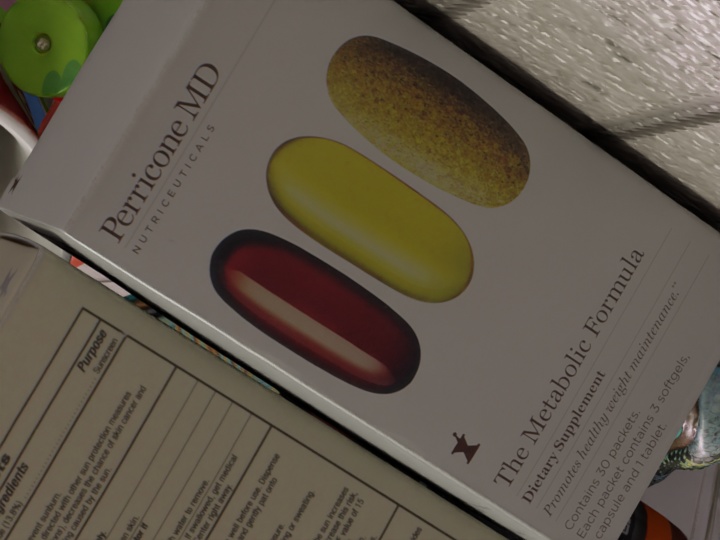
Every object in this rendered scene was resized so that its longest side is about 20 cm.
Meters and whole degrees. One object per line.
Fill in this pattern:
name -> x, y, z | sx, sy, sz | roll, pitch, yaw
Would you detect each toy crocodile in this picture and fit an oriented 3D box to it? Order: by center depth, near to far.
toy crocodile -> -0.067, -0.073, 0.813 | 0.199, 0.062, 0.067 | 34, -165, 21

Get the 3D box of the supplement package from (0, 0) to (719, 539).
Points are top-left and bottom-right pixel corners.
supplement package -> 0.004, -0.010, 0.713 | 0.199, 0.114, 0.109 | 32, 174, -19

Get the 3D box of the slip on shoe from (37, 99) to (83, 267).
slip on shoe -> -0.123, -0.047, 1.028 | 0.074, 0.061, 0.200 | 50, -167, -12

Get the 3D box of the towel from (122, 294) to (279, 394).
towel -> -0.038, 0.022, 0.865 | 0.147, 0.198, 0.022 | 93, 160, -70

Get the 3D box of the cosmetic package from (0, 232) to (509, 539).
cosmetic package -> -0.050, 0.083, 0.714 | 0.199, 0.104, 0.087 | 35, 174, -19

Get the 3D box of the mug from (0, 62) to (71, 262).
mug -> -0.175, -0.054, 0.892 | 0.177, 0.134, 0.200 | 28, -159, -31

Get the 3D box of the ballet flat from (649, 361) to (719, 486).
ballet flat -> 0.121, 0.044, 0.832 | 0.074, 0.075, 0.200 | 31, 175, -6

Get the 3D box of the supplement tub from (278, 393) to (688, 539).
supplement tub -> 0.050, 0.112, 0.844 | 0.199, 0.107, 0.107 | 34, 173, -7

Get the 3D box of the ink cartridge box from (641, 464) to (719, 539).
ink cartridge box -> 0.102, 0.096, 1.043 | 0.144, 0.084, 0.200 | 10, 167, 15

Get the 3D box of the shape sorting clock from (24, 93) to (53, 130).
shape sorting clock -> -0.132, -0.049, 1.169 | 0.200, 0.039, 0.200 | 42, -168, -10
